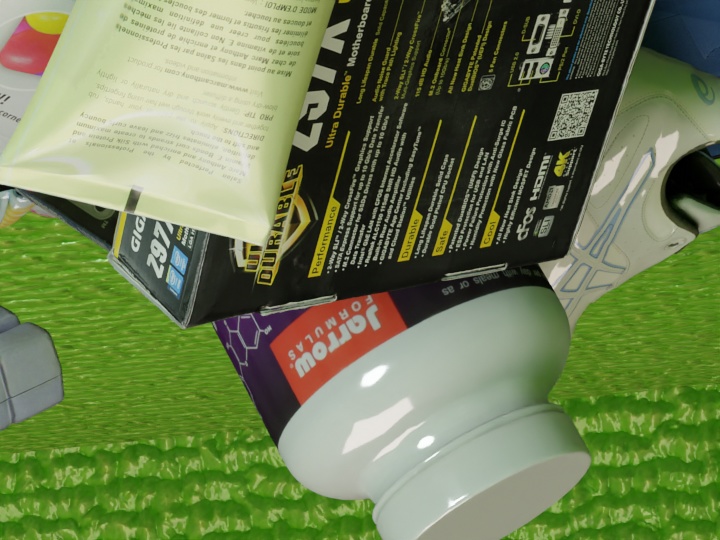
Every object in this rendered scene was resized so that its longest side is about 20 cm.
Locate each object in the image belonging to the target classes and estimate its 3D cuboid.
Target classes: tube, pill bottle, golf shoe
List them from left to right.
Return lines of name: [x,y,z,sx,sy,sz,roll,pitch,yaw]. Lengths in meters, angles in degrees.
tube: [-0.026,-0.099,0.561,0.058,0.201,0.052,30,-154,16]
pill bottle: [0.000,0.000,0.812,0.112,0.201,0.113,-26,159,-10]
golf shoe: [0.095,-0.014,0.890,0.096,0.079,0.201,8,150,4]

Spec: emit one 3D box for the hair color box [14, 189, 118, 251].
hair color box: [-0.055,-0.035,0.951,0.199,0.100,0.061,32,175,10]

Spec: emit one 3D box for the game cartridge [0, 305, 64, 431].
game cartridge: [-0.202,0.030,0.759,0.129,0.039,0.199,-29,-149,-28]

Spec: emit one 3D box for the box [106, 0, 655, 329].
box: [0.020,-0.088,0.671,0.159,0.201,0.049,-9,-143,-38]

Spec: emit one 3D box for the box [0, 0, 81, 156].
box: [-0.176,-0.045,0.601,0.199,0.041,0.155,-35,142,29]

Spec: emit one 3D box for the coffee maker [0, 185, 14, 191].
coffee maker: [-0.136,-0.071,0.732,0.199,0.194,0.134,-13,151,34]

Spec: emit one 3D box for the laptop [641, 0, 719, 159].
laptop: [0.047,-0.102,0.849,0.186,0.117,0.199,-14,167,41]

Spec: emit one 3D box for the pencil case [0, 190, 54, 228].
pencil case: [-0.089,-0.062,1.113,0.198,0.084,0.091,-2,-168,-21]
